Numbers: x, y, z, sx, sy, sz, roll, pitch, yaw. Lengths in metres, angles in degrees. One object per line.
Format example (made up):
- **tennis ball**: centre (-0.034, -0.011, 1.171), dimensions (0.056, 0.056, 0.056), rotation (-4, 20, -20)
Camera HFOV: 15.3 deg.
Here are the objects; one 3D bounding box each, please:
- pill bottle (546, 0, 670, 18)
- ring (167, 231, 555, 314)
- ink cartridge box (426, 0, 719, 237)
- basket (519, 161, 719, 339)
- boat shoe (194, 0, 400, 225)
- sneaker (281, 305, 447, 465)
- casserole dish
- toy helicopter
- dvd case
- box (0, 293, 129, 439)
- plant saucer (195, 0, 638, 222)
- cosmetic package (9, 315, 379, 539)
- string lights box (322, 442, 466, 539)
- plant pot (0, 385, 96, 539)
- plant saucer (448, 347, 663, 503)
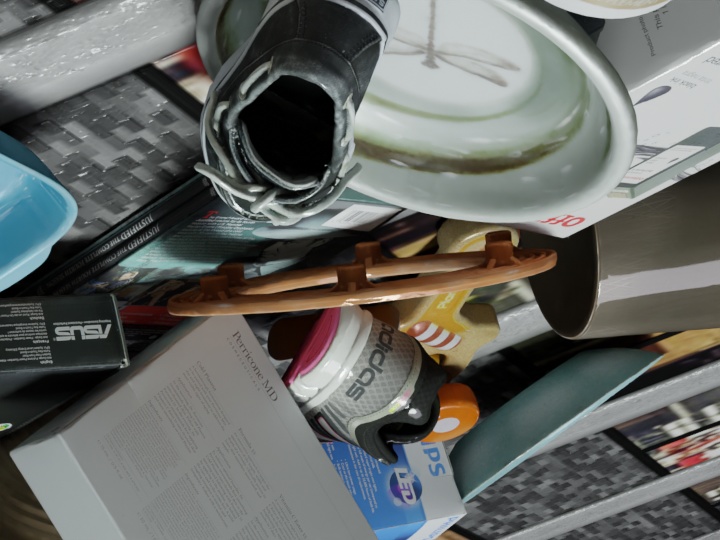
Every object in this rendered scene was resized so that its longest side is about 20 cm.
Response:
- **pill bottle**: centre (0.125, -0.185, 0.980), dimensions (0.111, 0.111, 0.200), rotation (-7, 159, -30)
- **ring**: centre (0.000, 0.000, 1.369), dimensions (0.200, 0.019, 0.200), rotation (-6, -176, 0)
- **ink cartridge box**: centre (0.127, -0.097, 1.282), dimensions (0.200, 0.084, 0.145), rotation (-28, 159, 30)
- **basket**: centre (0.200, -0.031, 1.482), dimensions (0.199, 0.136, 0.180), rotation (-8, 165, -19)
- **boat shoe**: centre (-0.032, -0.056, 1.154), dimensions (0.073, 0.068, 0.199), rotation (25, 153, -9)
- **sneaker**: centre (-0.002, 0.075, 1.519), dimensions (0.087, 0.074, 0.200), rotation (29, 160, -2)
- **casserole dish**: centre (-0.212, -0.034, 1.189), dimensions (0.121, 0.039, 0.200), rotation (-32, 153, 17)
- **toy helicopter**: centre (0.030, 0.023, 1.603), dimensions (0.132, 0.079, 0.200), rotation (2, 144, -26)
- **dvd case**: centre (-0.089, -0.004, 1.457), dimensions (0.200, 0.022, 0.146), rotation (-30, 158, 37)
- **box**: centre (-0.253, 0.063, 1.403), dimensions (0.200, 0.048, 0.193), rotation (-2, 165, -37)
- **plant saucer**: centre (0.029, -0.095, 1.173), dimensions (0.200, 0.050, 0.200), rotation (15, 153, 8)
- **cosmetic package**: centre (-0.075, 0.138, 1.425), dimensions (0.052, 0.200, 0.151), rotation (-23, -169, 47)
- **string lights box**: centre (-0.039, 0.142, 1.798), dimensions (0.200, 0.103, 0.059), rotation (-8, 159, -28)
- **plant pot**: centre (-0.131, 0.114, 1.519), dimensions (0.200, 0.093, 0.201), rotation (6, -160, -2)
- **plant saucer**: centre (0.122, 0.104, 1.887), dimensions (0.201, 0.039, 0.201), rotation (-35, 174, -4)
